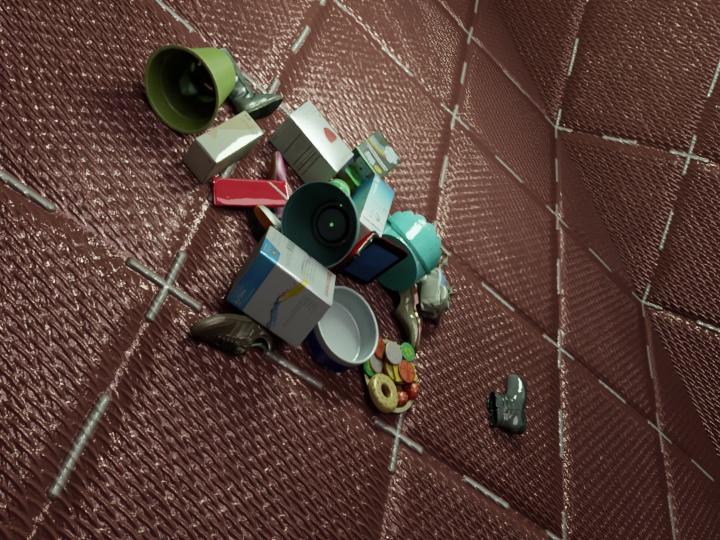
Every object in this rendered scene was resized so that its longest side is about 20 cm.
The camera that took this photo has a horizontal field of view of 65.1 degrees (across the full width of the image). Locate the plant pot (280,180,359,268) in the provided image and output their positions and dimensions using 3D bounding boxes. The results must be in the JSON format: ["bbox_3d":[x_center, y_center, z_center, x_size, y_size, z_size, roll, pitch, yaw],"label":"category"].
[{"bbox_3d":[-0.085,-0.114,1.403,0.204,0.197,0.134,58,15,3],"label":"plant pot"}]

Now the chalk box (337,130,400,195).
[{"bbox_3d":[0.011,-0.314,1.727,0.126,0.123,0.200,51,44,-6],"label":"chalk box"}]

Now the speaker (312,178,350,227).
[{"bbox_3d":[-0.090,-0.164,1.571,0.088,0.088,0.203,38,46,-18],"label":"speaker"}]

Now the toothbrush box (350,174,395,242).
[{"bbox_3d":[0.007,-0.149,1.608,0.084,0.145,0.204,36,45,-19],"label":"toothbrush box"}]

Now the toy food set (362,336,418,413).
[{"bbox_3d":[0.082,0.274,1.501,0.195,0.048,0.204,7,62,-40],"label":"toy food set"}]

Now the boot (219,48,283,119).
[{"bbox_3d":[-0.329,-0.526,1.581,0.202,0.072,0.181,52,40,4],"label":"boot"}]

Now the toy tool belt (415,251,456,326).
[{"bbox_3d":[0.231,0.057,1.739,0.124,0.121,0.206,56,34,-50],"label":"toy tool belt"}]

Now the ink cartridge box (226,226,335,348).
[{"bbox_3d":[-0.175,0.038,1.285,0.198,0.147,0.148,36,21,-15],"label":"ink cartridge box"}]

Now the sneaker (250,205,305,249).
[{"bbox_3d":[-0.200,-0.087,1.441,0.202,0.074,0.093,54,34,-15],"label":"sneaker"}]

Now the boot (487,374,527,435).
[{"bbox_3d":[0.457,0.401,1.769,0.129,0.070,0.205,26,46,-23],"label":"boot"}]

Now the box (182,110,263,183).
[{"bbox_3d":[-0.341,-0.311,1.415,0.078,0.094,0.201,48,42,-7],"label":"box"}]

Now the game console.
[{"bbox_3d":[0.000,0.000,1.472,0.119,0.199,0.173,47,43,-6],"label":"game console"}]

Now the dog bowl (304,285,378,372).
[{"bbox_3d":[-0.051,0.149,1.427,0.196,0.078,0.206,23,52,-32],"label":"dog bowl"}]

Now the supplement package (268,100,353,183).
[{"bbox_3d":[-0.138,-0.350,1.608,0.201,0.119,0.122,48,42,-10],"label":"supplement package"}]

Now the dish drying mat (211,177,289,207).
[{"bbox_3d":[-0.273,-0.196,1.420,0.193,0.018,0.079,-1,70,-24],"label":"dish drying mat"}]

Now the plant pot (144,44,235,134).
[{"bbox_3d":[-0.400,-0.469,1.405,0.200,0.199,0.191,45,31,-12],"label":"plant pot"}]

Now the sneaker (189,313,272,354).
[{"bbox_3d":[-0.271,0.143,1.226,0.196,0.070,0.077,3,57,-43],"label":"sneaker"}]

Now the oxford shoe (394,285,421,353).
[{"bbox_3d":[0.130,0.141,1.627,0.072,0.071,0.206,3,62,-13],"label":"oxford shoe"}]

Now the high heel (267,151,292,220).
[{"bbox_3d":[-0.194,-0.217,1.509,0.093,0.067,0.207,5,68,-30],"label":"high heel"}]

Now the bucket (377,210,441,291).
[{"bbox_3d":[0.121,-0.053,1.627,0.210,0.206,0.134,53,47,-3],"label":"bucket"}]
